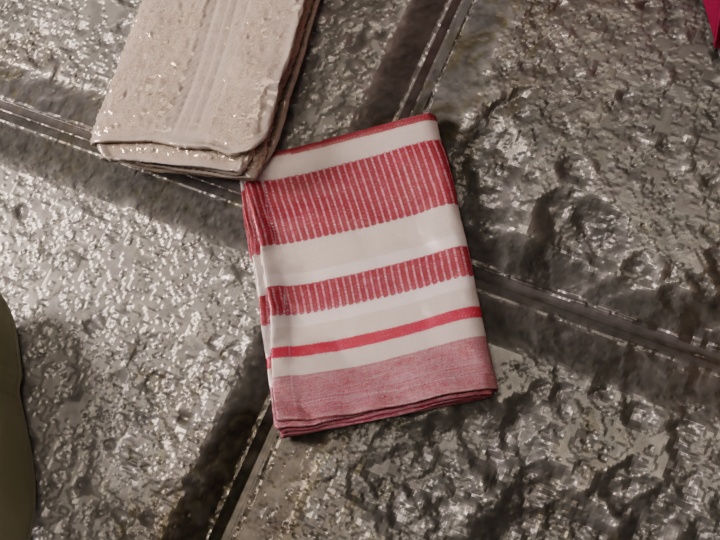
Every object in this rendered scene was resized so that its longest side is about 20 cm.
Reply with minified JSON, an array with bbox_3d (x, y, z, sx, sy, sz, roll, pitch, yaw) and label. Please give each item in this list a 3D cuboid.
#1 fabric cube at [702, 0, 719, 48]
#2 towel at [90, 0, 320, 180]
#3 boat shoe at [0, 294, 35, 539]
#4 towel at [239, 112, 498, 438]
[{"bbox_3d":[0.291,-0.285,0.736,0.196,0.200,0.200,-10,70,8],"label":"fabric cube"},{"bbox_3d":[-0.105,-0.158,0.859,0.132,0.034,0.200,7,68,18],"label":"towel"},{"bbox_3d":[-0.259,0.107,0.789,0.066,0.075,0.200,-17,68,9],"label":"boat shoe"},{"bbox_3d":[0.000,0.000,0.797,0.144,0.023,0.200,-13,69,7],"label":"towel"}]
